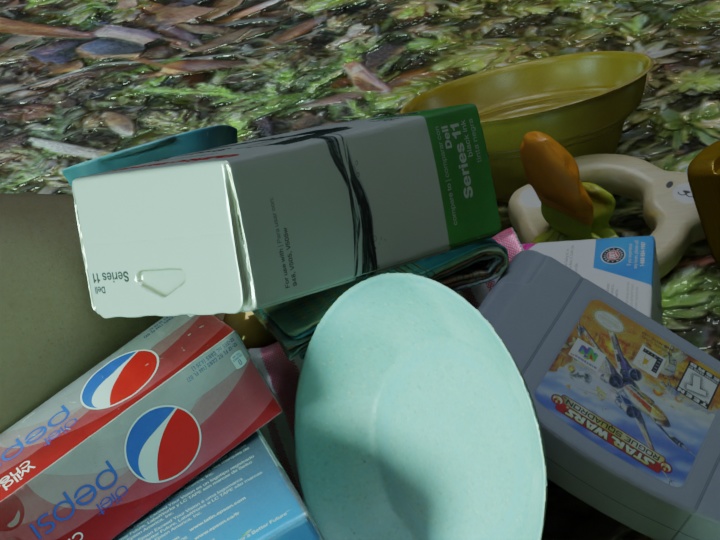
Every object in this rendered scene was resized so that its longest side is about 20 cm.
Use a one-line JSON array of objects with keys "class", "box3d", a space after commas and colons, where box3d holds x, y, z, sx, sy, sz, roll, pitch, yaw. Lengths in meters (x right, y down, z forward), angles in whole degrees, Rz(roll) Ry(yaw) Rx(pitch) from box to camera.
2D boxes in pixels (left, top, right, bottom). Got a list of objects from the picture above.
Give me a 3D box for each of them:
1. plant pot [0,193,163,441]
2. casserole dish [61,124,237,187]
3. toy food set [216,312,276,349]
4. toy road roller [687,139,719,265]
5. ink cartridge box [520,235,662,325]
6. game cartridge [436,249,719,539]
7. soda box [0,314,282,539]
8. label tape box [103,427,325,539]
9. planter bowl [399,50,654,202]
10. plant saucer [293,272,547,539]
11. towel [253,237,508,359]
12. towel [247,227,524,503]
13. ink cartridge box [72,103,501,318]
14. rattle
[{"class": "plant pot", "box3d": [-0.198, 0.028, 1.084, 0.200, 0.188, 0.187, -15, 28, -20]}, {"class": "casserole dish", "box3d": [-0.146, -0.072, 1.308, 0.121, 0.039, 0.200, -17, 2, 2]}, {"class": "toy food set", "box3d": [-0.092, 0.018, 1.237, 0.200, 0.060, 0.144, -17, 52, -19]}, {"class": "toy road roller", "box3d": [0.320, -0.068, 1.249, 0.146, 0.123, 0.200, -2, 28, 40]}, {"class": "ink cartridge box", "box3d": [0.094, 0.041, 1.174, 0.200, 0.068, 0.115, -3, 34, 14]}, {"class": "game cartridge", "box3d": [0.148, 0.078, 1.019, 0.200, 0.042, 0.133, 32, 38, 6]}, {"class": "soda box", "box3d": [-0.147, 0.104, 1.004, 0.200, 0.063, 0.070, -37, 30, -13]}, {"class": "label tape box", "box3d": [-0.108, 0.147, 1.034, 0.143, 0.066, 0.200, -31, 29, -5]}, {"class": "planter bowl", "box3d": [0.136, -0.105, 1.400, 0.200, 0.084, 0.200, -13, 16, 4]}, {"class": "plant saucer", "box3d": [0.040, 0.100, 0.978, 0.039, 0.201, 0.201, -5, 19, -41]}, {"class": "towel", "box3d": [0.000, 0.000, 1.128, 0.146, 0.022, 0.200, -23, 15, -9]}, {"class": "towel", "box3d": [0.032, 0.068, 1.095, 0.200, 0.030, 0.147, -25, 55, 0]}, {"class": "ink cartridge box", "box3d": [-0.042, -0.035, 1.028, 0.146, 0.083, 0.200, -3, 10, 45]}, {"class": "rattle", "box3d": [0.206, -0.076, 1.278, 0.200, 0.143, 0.130, -15, 31, -7]}]
